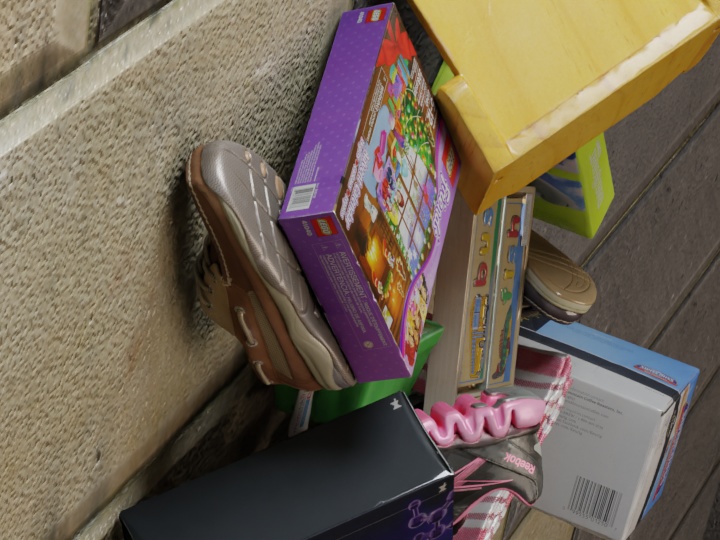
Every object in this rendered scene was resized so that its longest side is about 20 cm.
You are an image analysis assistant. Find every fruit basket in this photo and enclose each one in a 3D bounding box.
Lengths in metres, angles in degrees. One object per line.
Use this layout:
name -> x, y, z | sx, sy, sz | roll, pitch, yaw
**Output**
fruit basket -> 0.000, 0.000, 1.558 | 0.185, 0.093, 0.202 | -25, 123, -66

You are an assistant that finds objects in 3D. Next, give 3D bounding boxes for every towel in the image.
towel -> 0.063, 0.130, 1.774 | 0.201, 0.146, 0.030 | -60, 150, -26

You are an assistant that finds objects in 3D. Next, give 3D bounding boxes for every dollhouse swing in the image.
dollhouse swing -> 0.115, -0.177, 1.543 | 0.199, 0.176, 0.182 | -35, 173, -9

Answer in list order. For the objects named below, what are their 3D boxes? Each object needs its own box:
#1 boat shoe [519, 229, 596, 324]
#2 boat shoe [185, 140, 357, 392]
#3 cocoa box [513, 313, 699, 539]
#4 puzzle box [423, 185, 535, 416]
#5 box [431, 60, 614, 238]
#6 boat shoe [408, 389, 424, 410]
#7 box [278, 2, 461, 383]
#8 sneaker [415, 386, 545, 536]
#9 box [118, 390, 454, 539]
boat shoe -> 0.125, 0.006, 1.810 | 0.065, 0.072, 0.200 | -64, -153, 12
boat shoe -> -0.064, 0.007, 1.357 | 0.076, 0.071, 0.201 | -84, 155, -45
cocoa box -> 0.175, 0.126, 2.004 | 0.131, 0.199, 0.134 | -32, 139, -64
puzzle box -> 0.086, 0.034, 1.678 | 0.133, 0.025, 0.202 | -5, 101, -67
box -> 0.123, -0.098, 1.721 | 0.048, 0.121, 0.200 | -64, 162, -15
boat shoe -> 0.011, 0.135, 1.686 | 0.200, 0.061, 0.073 | -66, 163, -66
box -> 0.010, -0.050, 1.414 | 0.201, 0.039, 0.137 | -75, 149, -45
sneaker -> 0.037, 0.144, 1.582 | 0.079, 0.198, 0.096 | -130, -151, -77
box -> -0.044, 0.179, 1.461 | 0.199, 0.079, 0.142 | -23, 141, -16
